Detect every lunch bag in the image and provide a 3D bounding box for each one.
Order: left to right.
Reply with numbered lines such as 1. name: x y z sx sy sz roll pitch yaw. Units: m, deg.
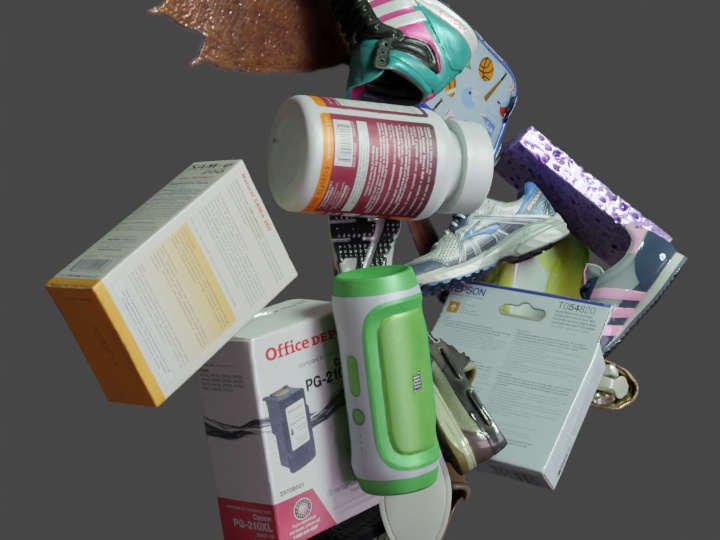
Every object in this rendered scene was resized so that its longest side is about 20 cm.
1. lunch bag: 0.079 -0.176 1.538 0.200 0.075 0.161 37 67 -39

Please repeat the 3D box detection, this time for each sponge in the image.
1. sponge: 0.235 -0.077 1.615 0.200 0.112 0.030 39 75 -5

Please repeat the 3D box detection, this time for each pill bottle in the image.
1. pill bottle: 0.020 -0.104 1.408 0.199 0.109 0.110 3 88 -26

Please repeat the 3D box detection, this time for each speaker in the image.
1. speaker: 0.024 0.100 1.355 0.088 0.088 0.201 -16 102 -45

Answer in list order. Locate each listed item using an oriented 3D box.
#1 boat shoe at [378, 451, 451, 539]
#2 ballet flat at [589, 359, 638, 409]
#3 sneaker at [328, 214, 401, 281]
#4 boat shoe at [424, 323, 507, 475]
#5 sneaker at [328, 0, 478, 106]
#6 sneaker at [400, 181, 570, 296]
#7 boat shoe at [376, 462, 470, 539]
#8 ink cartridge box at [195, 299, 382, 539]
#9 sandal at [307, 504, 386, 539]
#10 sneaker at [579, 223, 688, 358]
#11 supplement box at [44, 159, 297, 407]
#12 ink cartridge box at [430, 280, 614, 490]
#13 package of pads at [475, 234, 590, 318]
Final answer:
1. boat shoe: 0.045 0.180 1.449 0.072 0.062 0.201 -10 104 -3
2. ballet flat: 0.243 0.115 1.626 0.199 0.065 0.071 12 86 -48
3. sneaker: 0.000 0.000 1.473 0.073 0.080 0.201 3 73 -6
4. boat shoe: 0.087 0.112 1.484 0.066 0.201 0.072 -19 144 -7
5. sneaker: 0.004 -0.224 1.413 0.199 0.084 0.121 31 65 -4
6. sneaker: 0.116 -0.035 1.561 0.199 0.077 0.086 -21 81 -15
7. boat shoe: 0.086 0.223 1.550 0.072 0.076 0.201 35 66 -41
8. ink cartridge box: -0.067 0.140 1.381 0.144 0.084 0.201 -18 103 -46
9. sandal: -0.033 0.275 1.432 0.200 0.075 0.045 -17 113 -48
10. sneaker: 0.251 0.040 1.553 0.200 0.082 0.070 -48 169 1
11. supplement box: -0.161 0.008 1.286 0.200 0.073 0.126 -44 121 -37
12. ink cartridge box: 0.146 0.112 1.524 0.201 0.199 0.041 -62 141 -22
13. package of pads: 0.184 0.045 1.657 0.154 0.068 0.201 17 78 -47
